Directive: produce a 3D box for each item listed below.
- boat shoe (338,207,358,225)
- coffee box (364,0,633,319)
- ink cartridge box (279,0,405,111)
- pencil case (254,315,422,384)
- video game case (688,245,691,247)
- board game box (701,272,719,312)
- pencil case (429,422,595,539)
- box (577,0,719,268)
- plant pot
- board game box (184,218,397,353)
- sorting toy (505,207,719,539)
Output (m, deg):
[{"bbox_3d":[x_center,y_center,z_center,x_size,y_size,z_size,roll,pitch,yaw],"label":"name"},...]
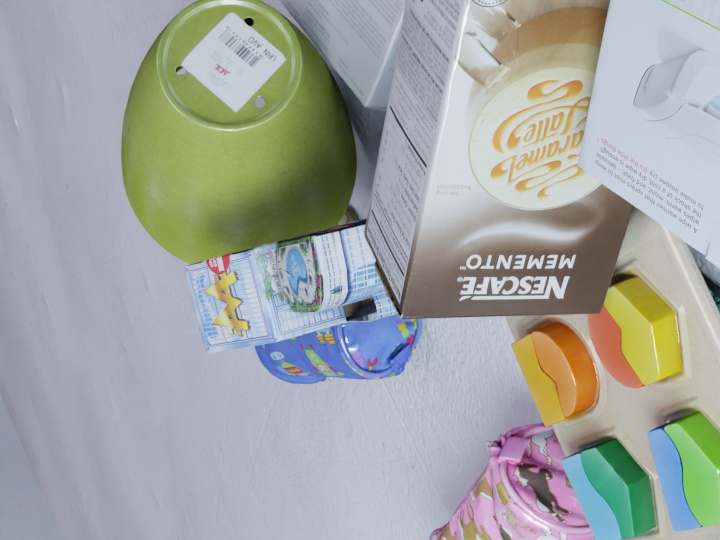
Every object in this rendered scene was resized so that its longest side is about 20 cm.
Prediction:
[{"bbox_3d":[-0.065,-0.015,1.049,0.200,0.067,0.072,-10,96,65],"label":"boat shoe"},{"bbox_3d":[0.077,-0.081,0.565,0.080,0.114,0.201,-115,29,-54],"label":"coffee box"},{"bbox_3d":[0.018,-0.235,0.799,0.162,0.050,0.201,55,131,36],"label":"ink cartridge box"},{"bbox_3d":[-0.021,0.055,0.988,0.087,0.078,0.200,51,157,-10],"label":"pencil case"},{"bbox_3d":[0.135,-0.098,0.639,0.200,0.023,0.183,-13,93,64],"label":"video game case"},{"bbox_3d":[0.195,0.121,0.629,0.135,0.028,0.201,50,147,47],"label":"board game box"},{"bbox_3d":[0.102,0.177,0.804,0.200,0.082,0.087,110,151,-53],"label":"pencil case"},{"bbox_3d":[0.189,-0.077,0.428,0.200,0.096,0.177,41,139,42],"label":"box"},{"bbox_3d":[-0.089,-0.111,0.842,0.200,0.186,0.188,105,144,-76],"label":"plant pot"},{"bbox_3d":[0.000,0.000,0.734,0.200,0.199,0.062,174,81,-75],"label":"board game box"},{"bbox_3d":[0.145,0.076,0.637,0.185,0.036,0.201,135,118,-65],"label":"sorting toy"}]
